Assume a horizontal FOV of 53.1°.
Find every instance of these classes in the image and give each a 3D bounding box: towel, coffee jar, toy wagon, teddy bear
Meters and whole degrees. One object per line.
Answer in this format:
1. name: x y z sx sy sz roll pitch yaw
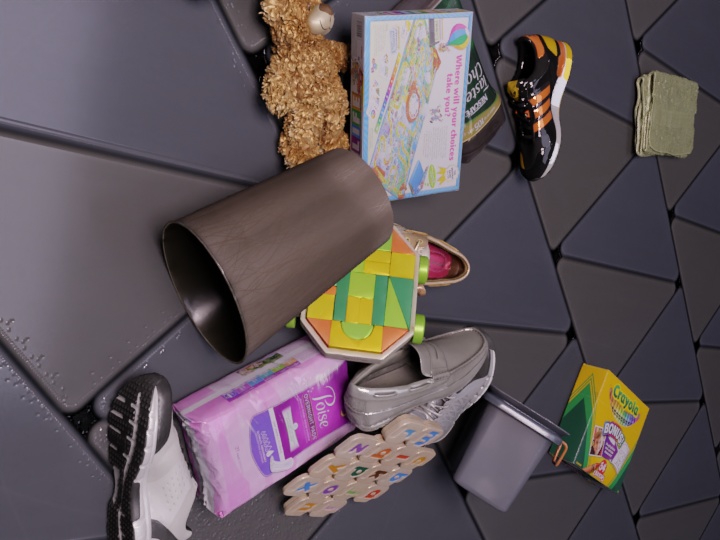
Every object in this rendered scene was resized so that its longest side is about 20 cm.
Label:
1. towel: 0.554 -0.281 1.309 0.198 0.036 0.151 -7 103 -40
2. coffee jar: 0.104 -0.235 0.884 0.105 0.085 0.201 -49 127 -21
3. toy wagon: 0.000 0.000 0.809 0.152 0.040 0.203 7 71 -2
4. teddy bear: -0.050 -0.201 0.766 0.144 0.066 0.204 -4 103 -43

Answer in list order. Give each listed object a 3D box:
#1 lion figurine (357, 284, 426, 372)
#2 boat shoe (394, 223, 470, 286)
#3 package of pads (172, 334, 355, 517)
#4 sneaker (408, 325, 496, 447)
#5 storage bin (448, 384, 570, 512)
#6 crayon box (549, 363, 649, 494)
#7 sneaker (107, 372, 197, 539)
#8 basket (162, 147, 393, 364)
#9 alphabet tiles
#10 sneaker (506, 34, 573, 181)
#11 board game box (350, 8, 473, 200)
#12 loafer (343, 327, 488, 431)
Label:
1. lion figurine: 0.029 0.090 0.883 0.121 0.073 0.202 -24 120 -11
2. boat shoe: 0.062 -0.020 0.903 0.198 0.069 0.075 6 96 -42
3. package of pads: -0.100 0.164 0.795 0.198 0.075 0.122 -25 118 -35
4. sneaker: 0.098 0.167 0.916 0.115 0.075 0.202 -24 144 -50
5. storage bin: 0.199 0.247 1.002 0.136 0.144 0.200 -59 173 -1
6. crayon box: 0.439 0.291 1.314 0.199 0.058 0.175 36 75 -40
7. sneaker: -0.203 0.194 0.718 0.079 0.073 0.204 -7 112 -43
8. basket: -0.074 -0.026 0.714 0.199 0.136 0.181 -34 161 -28
9. alphabet tiles: 0.003 0.235 0.855 0.199 0.015 0.195 -40 145 16
10. sneaker: 0.239 -0.232 1.026 0.089 0.070 0.204 7 94 -27
11. board game box: 0.054 -0.182 0.804 0.132 0.034 0.203 -11 117 -24
12. loafer: 0.069 0.113 0.825 0.198 0.070 0.071 -27 135 -27
